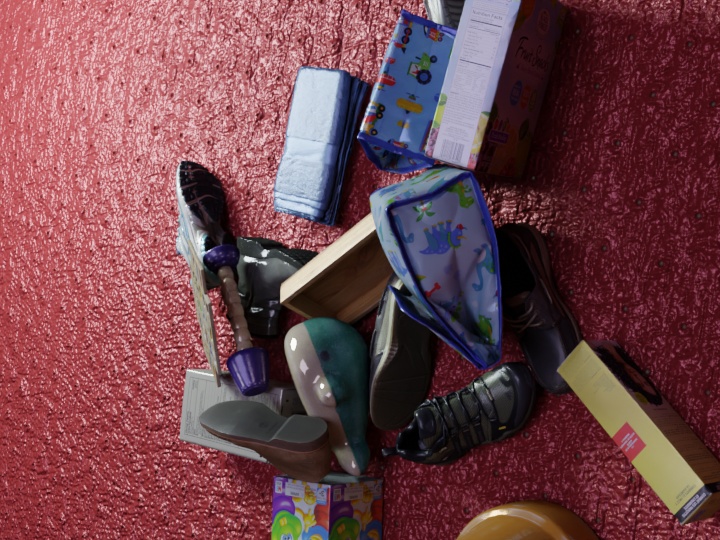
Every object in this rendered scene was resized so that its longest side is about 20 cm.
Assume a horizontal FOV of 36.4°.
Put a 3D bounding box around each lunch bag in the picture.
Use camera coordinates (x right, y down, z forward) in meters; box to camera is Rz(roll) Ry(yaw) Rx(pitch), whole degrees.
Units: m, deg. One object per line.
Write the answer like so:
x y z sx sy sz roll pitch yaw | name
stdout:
0.063 -0.195 1.281 0.093 0.200 0.153 19 88 1 | lunch bag
0.091 -0.002 1.192 0.126 0.170 0.202 -23 101 -1 | lunch bag

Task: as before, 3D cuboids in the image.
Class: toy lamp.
-0.162 0.067 1.446 0.058 0.058 0.202 -36 58 34 | toy lamp

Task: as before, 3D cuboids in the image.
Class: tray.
0.000 0.000 1.358 0.199 0.098 0.037 -38 37 33 | tray

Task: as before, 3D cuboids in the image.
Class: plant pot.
0.142 0.352 1.148 0.198 0.182 0.204 -4 84 42 | plant pot

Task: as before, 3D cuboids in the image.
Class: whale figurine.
-0.022 0.153 1.367 0.102 0.159 0.202 -23 81 -7 | whale figurine

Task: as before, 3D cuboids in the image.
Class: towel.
-0.057 -0.167 1.458 0.111 0.048 0.203 17 99 41 | towel

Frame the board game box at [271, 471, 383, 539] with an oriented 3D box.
-0.044 0.361 1.368 0.104 0.102 0.204 -1 86 42 | board game box

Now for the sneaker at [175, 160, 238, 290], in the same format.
-0.245 -0.063 1.602 0.086 0.077 0.203 -32 66 39 | sneaker

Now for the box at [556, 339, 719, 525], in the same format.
0.288 0.158 1.105 0.050 0.075 0.201 -52 57 26 | box

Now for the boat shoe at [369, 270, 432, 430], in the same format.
0.047 0.094 1.337 0.066 0.071 0.204 -125 41 -64 | boat shoe

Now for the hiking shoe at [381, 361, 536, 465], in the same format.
0.114 0.171 1.238 0.200 0.100 0.076 -44 62 35 | hiking shoe

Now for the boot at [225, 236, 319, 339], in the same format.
-0.109 0.033 1.488 0.199 0.067 0.133 17 103 49 | boot

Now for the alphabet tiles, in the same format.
-0.212 0.056 1.485 0.200 0.006 0.169 -130 33 -65 | alphabet tiles

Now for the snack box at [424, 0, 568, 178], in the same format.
0.151 -0.208 1.188 0.067 0.168 0.203 17 99 23 | snack box

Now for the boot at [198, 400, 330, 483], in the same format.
-0.120 0.214 1.354 0.198 0.074 0.076 10 125 35 | boot

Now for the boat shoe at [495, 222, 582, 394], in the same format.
0.183 0.042 1.208 0.074 0.073 0.203 -33 66 35 | boat shoe

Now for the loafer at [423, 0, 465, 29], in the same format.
0.094 -0.362 1.330 0.069 0.074 0.203 -29 63 49 | loafer

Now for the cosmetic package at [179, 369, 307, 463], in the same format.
-0.156 0.198 1.502 0.198 0.073 0.105 6 90 42 | cosmetic package
